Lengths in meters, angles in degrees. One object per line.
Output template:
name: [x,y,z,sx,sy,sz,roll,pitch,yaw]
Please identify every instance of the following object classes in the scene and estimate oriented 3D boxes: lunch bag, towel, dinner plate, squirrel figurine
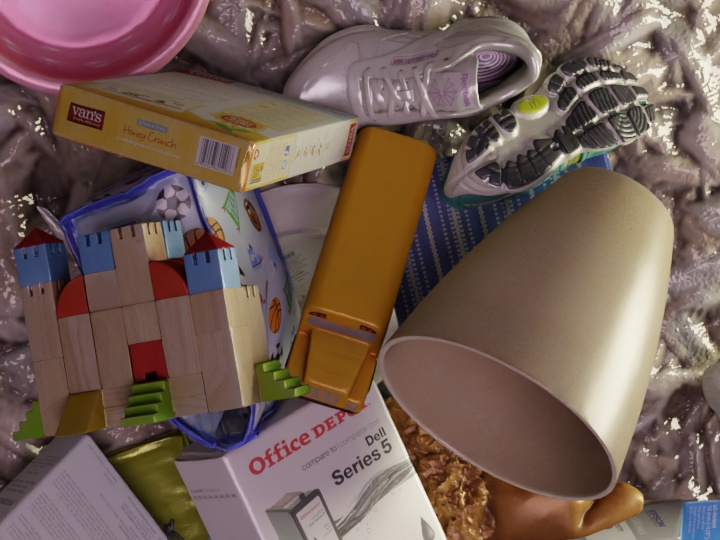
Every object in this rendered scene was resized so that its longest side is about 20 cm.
lunch bag: [-0.117,0.019,1.192,0.123,0.170,0.201,-23,100,14]
towel: [-0.156,0.232,1.374,0.086,0.018,0.201,-19,113,-4]
dinner plate: [-0.044,0.028,1.316,0.199,0.024,0.201,-4,110,-10]
squirrel figurine: [0.102,0.123,1.312,0.199,0.141,0.188,-19,107,-21]
towel: [0.112,-0.029,1.283,0.199,0.024,0.145,-12,72,-6]

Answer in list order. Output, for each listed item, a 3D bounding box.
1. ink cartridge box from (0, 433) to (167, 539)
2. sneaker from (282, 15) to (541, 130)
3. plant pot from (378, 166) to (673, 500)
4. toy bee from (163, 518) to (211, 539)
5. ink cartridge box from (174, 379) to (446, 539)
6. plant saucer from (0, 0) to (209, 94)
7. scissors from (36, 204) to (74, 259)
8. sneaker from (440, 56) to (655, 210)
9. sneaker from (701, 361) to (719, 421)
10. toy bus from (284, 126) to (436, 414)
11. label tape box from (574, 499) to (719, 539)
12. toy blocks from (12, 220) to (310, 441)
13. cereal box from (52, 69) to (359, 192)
ink cartridge box: [-0.242,0.250,1.278,0.200,0.057,0.163,-45,114,-29]
sneaker: [0.040,-0.147,1.224,0.199,0.100,0.075,-14,111,-5]
plant pot: [0.143,0.030,1.178,0.187,0.187,0.200,45,63,-23]
toy bee: [-0.066,0.222,1.317,0.109,0.200,0.131,-38,81,-3]
ink cartridge box: [-0.027,0.193,1.233,0.145,0.084,0.201,-30,99,-31]
plant saucer: [-0.204,-0.228,1.171,0.199,0.051,0.201,-4,111,-9]
scissors: [-0.190,0.031,1.290,0.200,0.014,0.073,36,117,-15]
sneaker: [0.141,-0.104,1.257,0.199,0.080,0.078,-25,80,-29]
sneaker: [0.379,0.120,1.418,0.105,0.076,0.200,-48,120,-5]
toy bus: [0.000,0.000,1.208,0.065,0.078,0.201,17,62,-1]
label tape box: [0.236,0.286,1.449,0.199,0.066,0.144,-4,111,-8]
toy blocks: [-0.142,0.029,1.071,0.199,0.100,0.137,-10,89,23]
cereal box: [-0.101,-0.101,1.136,0.143,0.200,0.040,17,104,17]
